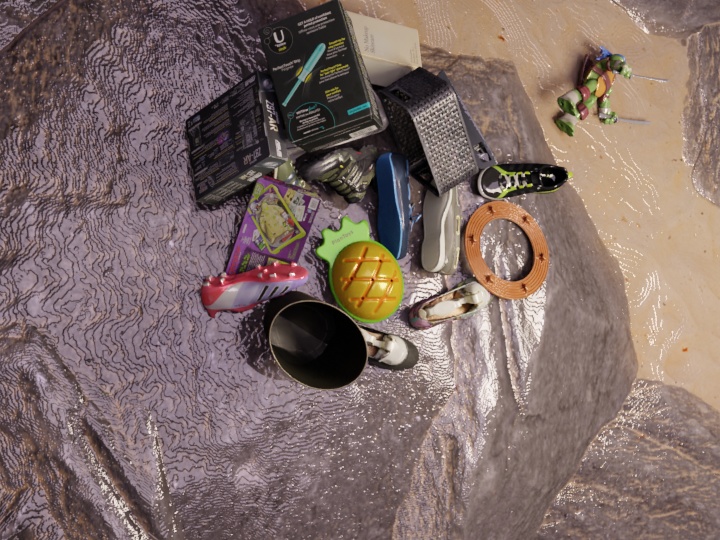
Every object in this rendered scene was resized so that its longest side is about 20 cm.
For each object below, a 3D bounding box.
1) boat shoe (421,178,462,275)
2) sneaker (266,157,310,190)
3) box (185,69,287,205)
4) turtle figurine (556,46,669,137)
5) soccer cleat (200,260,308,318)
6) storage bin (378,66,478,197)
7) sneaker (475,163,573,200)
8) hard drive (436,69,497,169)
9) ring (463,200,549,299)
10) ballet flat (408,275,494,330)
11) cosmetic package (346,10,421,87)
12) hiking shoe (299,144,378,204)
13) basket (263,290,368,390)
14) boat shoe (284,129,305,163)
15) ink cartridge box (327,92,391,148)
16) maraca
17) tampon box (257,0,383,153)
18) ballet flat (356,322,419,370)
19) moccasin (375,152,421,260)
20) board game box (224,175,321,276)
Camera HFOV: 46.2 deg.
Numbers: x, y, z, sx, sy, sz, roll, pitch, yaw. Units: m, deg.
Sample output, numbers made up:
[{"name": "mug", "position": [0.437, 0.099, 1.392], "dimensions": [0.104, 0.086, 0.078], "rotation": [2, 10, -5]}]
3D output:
[{"name": "boat shoe", "position": [0.162, -0.091, 1.627], "dimensions": [0.060, 0.072, 0.204], "rotation": [17, 73, -35]}, {"name": "sneaker", "position": [-0.134, -0.156, 1.519], "dimensions": [0.089, 0.067, 0.203], "rotation": [-15, 122, -31]}, {"name": "box", "position": [-0.217, -0.225, 1.449], "dimensions": [0.043, 0.199, 0.162], "rotation": [9, 64, -48]}, {"name": "turtle figurine", "position": [0.503, -0.348, 1.707], "dimensions": [0.193, 0.144, 0.201], "rotation": [-37, 92, -12]}, {"name": "soccer cleat", "position": [-0.185, 0.035, 1.495], "dimensions": [0.197, 0.067, 0.077], "rotation": [-9, 116, 4]}, {"name": "storage bin", "position": [0.126, -0.255, 1.552], "dimensions": [0.093, 0.135, 0.201], "rotation": [-31, 128, -9]}, {"name": "sneaker", "position": [0.326, -0.187, 1.672], "dimensions": [0.197, 0.083, 0.073], "rotation": [-9, 87, -16]}, {"name": "hard drive", "position": [0.188, -0.281, 1.619], "dimensions": [0.042, 0.135, 0.201], "rotation": [-32, 95, 0]}, {"name": "ring", "position": [0.292, -0.042, 1.660], "dimensions": [0.198, 0.019, 0.203], "rotation": [8, 70, -24]}, {"name": "ballet flat", "position": [0.187, 0.062, 1.618], "dimensions": [0.198, 0.071, 0.070], "rotation": [-21, 90, -17]}, {"name": "cosmetic package", "position": [0.009, -0.415, 1.582], "dimensions": [0.198, 0.073, 0.105], "rotation": [8, 59, -22]}, {"name": "hiking shoe", "position": [-0.027, -0.171, 1.545], "dimensions": [0.199, 0.075, 0.102], "rotation": [-18, 97, -45]}, {"name": "basket", "position": [-0.094, 0.108, 1.457], "dimensions": [0.179, 0.200, 0.137], "rotation": [33, 88, -19]}, {"name": "boat shoe", "position": [-0.156, -0.209, 1.552], "dimensions": [0.198, 0.071, 0.071], "rotation": [-23, 120, -21]}, {"name": "ink cartridge box", "position": [-0.056, -0.333, 1.578], "dimensions": [0.160, 0.050, 0.201], "rotation": [-23, 72, -37]}, {"name": "maraca", "position": [0.000, 0.000, 1.551], "dimensions": [0.136, 0.107, 0.201], "rotation": [-31, 94, -15]}, {"name": "tampon box", "position": [-0.065, -0.325, 1.433], "dimensions": [0.148, 0.126, 0.202], "rotation": [-17, 86, 9]}, {"name": "ballet flat", "position": [0.026, 0.140, 1.567], "dimensions": [0.198, 0.068, 0.069], "rotation": [19, 80, -14]}, {"name": "moccasin", "position": [0.077, -0.121, 1.588], "dimensions": [0.068, 0.080, 0.203], "rotation": [-12, 108, -39]}, {"name": "board game box", "position": [-0.157, -0.062, 1.497], "dimensions": [0.119, 0.032, 0.202], "rotation": [16, 116, -17]}]
